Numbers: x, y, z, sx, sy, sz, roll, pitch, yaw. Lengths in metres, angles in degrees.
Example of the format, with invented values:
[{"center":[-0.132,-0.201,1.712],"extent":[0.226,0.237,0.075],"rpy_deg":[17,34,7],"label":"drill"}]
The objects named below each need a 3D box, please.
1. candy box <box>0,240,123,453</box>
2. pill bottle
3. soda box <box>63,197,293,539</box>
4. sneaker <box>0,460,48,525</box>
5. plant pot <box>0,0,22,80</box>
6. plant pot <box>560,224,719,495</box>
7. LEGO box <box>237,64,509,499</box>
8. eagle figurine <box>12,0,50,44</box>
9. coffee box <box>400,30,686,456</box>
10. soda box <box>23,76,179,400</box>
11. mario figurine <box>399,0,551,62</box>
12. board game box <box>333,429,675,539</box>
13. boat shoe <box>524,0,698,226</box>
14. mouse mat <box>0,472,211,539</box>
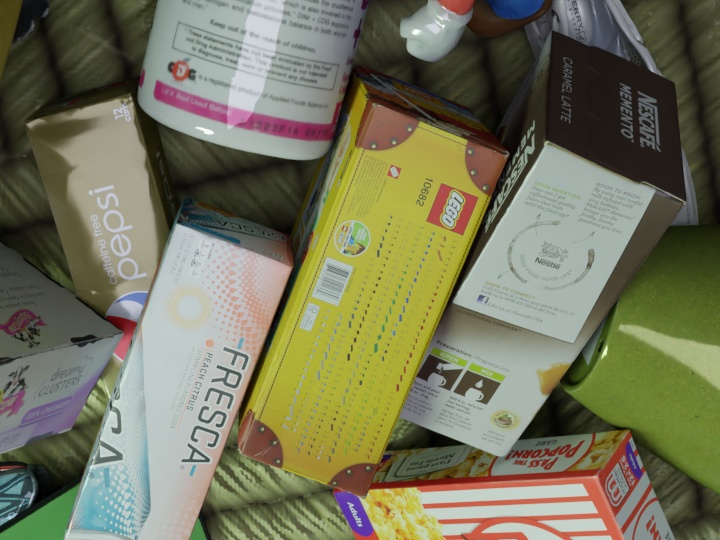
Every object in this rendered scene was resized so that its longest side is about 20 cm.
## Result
[{"center":[-0.249,0.013,0.697],"extent":[0.199,0.168,0.072],"rpy_deg":[35,103,13],"label":"candy box"},{"center":[-0.045,-0.171,0.723],"extent":[0.112,0.113,0.203],"rpy_deg":[14,104,-7],"label":"pill bottle"},{"center":[-0.101,0.067,0.738],"extent":[0.068,0.064,0.202],"rpy_deg":[19,103,-9],"label":"soda box"},{"center":[-0.180,0.207,0.834],"extent":[0.095,0.079,0.201],"rpy_deg":[-32,105,3],"label":"sneaker"},{"center":[-0.250,-0.100,0.529],"extent":[0.197,0.200,0.179],"rpy_deg":[9,109,11],"label":"plant pot"},{"center":[0.220,0.049,0.761],"extent":[0.197,0.187,0.189],"rpy_deg":[16,103,-7],"label":"plant pot"},{"center":[0.000,0.000,0.753],"extent":[0.076,0.149,0.202],"rpy_deg":[20,103,-9],"label":"LEGO box"},{"center":[-0.212,-0.191,0.687],"extent":[0.197,0.151,0.154],"rpy_deg":[12,93,1],"label":"eagle figurine"},{"center":[0.092,-0.011,0.737],"extent":[0.079,0.115,0.201],"rpy_deg":[21,129,-8],"label":"coffee box"},{"center":[-0.133,-0.005,0.785],"extent":[0.063,0.068,0.203],"rpy_deg":[-14,106,1],"label":"soda box"},{"center":[0.031,-0.188,0.674],"extent":[0.106,0.200,0.124],"rpy_deg":[-36,68,13],"label":"mario figurine"},{"center":[0.096,0.176,0.800],"extent":[0.198,0.046,0.153],"rpy_deg":[-13,110,43],"label":"board game box"},{"center":[0.148,-0.086,0.781],"extent":[0.070,0.069,0.202],"rpy_deg":[-27,106,2],"label":"boat shoe"},{"center":[-0.148,0.219,0.824],"extent":[0.160,0.007,0.202],"rpy_deg":[-30,111,-35],"label":"mouse mat"}]
